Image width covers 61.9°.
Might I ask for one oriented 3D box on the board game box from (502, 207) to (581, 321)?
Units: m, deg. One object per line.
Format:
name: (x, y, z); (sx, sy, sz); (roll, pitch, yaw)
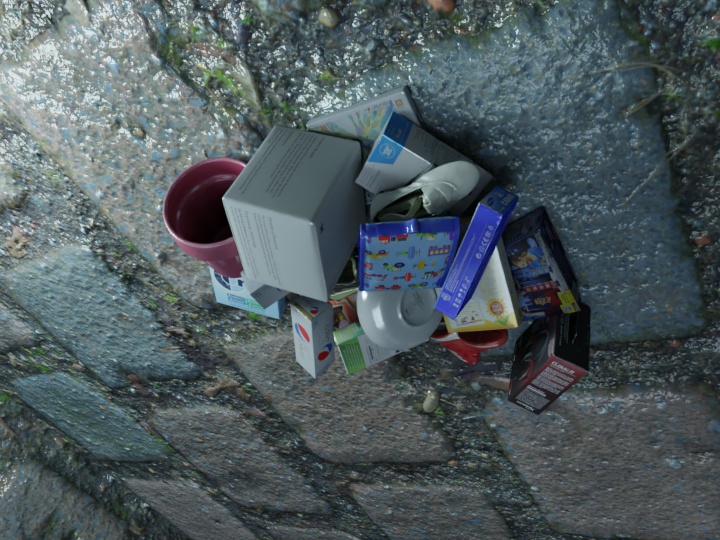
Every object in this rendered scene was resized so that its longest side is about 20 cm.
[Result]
board game box: (0.276, 0.004, 1.100); (0.196, 0.062, 0.201); (-13, 127, 35)

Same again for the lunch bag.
lunch bag: (0.070, -0.035, 0.935); (0.146, 0.097, 0.200); (-3, 166, -3)

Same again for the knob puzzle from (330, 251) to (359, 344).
knob puzzle: (-0.055, 0.076, 1.275); (0.215, 0.030, 0.226); (11, 111, 30)

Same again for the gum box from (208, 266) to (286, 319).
gum box: (-0.259, 0.011, 1.361); (0.165, 0.045, 0.203); (14, 136, 11)

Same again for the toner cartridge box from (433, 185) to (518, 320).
toner cartridge box: (0.184, -0.027, 0.965); (0.042, 0.095, 0.204); (29, 124, 15)

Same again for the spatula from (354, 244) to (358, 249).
spatula: (-0.067, -0.042, 1.226); (0.195, 0.056, 0.021); (-8, 100, 22)

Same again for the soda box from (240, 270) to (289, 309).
soda box: (-0.132, -0.014, 1.174); (0.197, 0.064, 0.069); (-34, 144, 1)

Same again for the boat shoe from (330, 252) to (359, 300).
boat shoe: (-0.001, -0.001, 1.174); (0.197, 0.073, 0.066); (-23, 149, 18)

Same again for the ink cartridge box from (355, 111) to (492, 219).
ink cartridge box: (0.104, -0.150, 0.983); (0.197, 0.069, 0.116); (29, 139, -8)

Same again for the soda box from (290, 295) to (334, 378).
soda box: (-0.099, 0.135, 1.267); (0.068, 0.063, 0.203); (35, 145, 28)

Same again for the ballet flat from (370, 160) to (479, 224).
ballet flat: (0.095, -0.106, 0.931); (0.196, 0.070, 0.070); (-17, 126, 36)

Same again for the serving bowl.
serving bowl: (0.091, 0.056, 1.129); (0.201, 0.201, 0.065); (50, 164, -28)

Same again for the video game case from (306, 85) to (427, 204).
video game case: (0.028, -0.203, 1.031); (0.195, 0.022, 0.184); (-9, 128, 32)

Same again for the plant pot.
plant pot: (-0.261, -0.085, 1.171); (0.194, 0.204, 0.180); (12, 153, 12)

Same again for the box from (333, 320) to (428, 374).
box: (0.047, 0.137, 1.253); (0.195, 0.037, 0.146); (-23, 145, -6)

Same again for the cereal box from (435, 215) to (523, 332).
cereal box: (0.195, 0.008, 1.061); (0.141, 0.039, 0.205); (-7, 108, 37)

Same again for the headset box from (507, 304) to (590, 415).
headset box: (0.366, 0.157, 1.149); (0.073, 0.151, 0.202); (23, 140, -2)

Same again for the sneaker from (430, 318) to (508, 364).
sneaker: (0.244, 0.143, 1.242); (0.115, 0.080, 0.198); (39, 161, -31)

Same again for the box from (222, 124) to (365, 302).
box: (-0.101, -0.099, 1.033); (0.167, 0.202, 0.203); (14, 142, 17)
